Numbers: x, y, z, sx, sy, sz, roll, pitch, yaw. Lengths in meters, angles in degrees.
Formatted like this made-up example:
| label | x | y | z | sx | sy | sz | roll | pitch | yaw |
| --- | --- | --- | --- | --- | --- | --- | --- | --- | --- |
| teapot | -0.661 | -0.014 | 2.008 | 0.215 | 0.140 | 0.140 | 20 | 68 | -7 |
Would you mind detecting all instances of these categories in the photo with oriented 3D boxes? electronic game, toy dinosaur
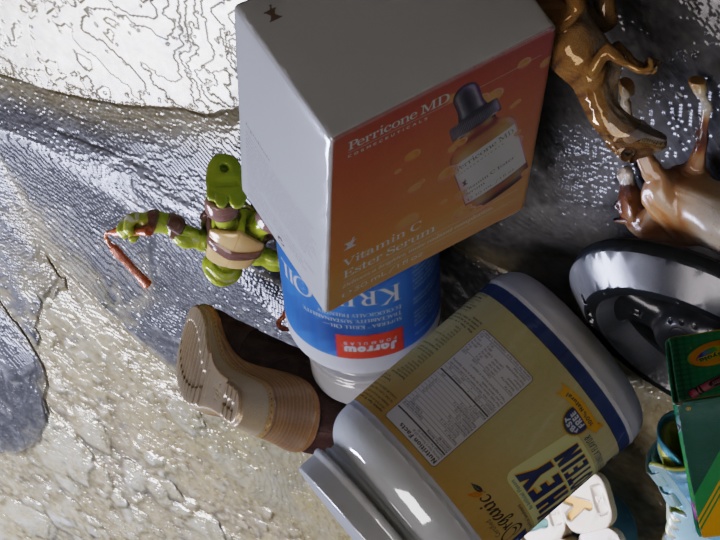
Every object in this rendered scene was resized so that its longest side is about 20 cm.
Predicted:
| label | x | y | z | sx | sy | sz | roll | pitch | yaw |
| --- | --- | --- | --- | --- | --- | --- | --- | --- | --- |
| electronic game | 0.221 | 0.042 | 1.340 | 0.200 | 0.042 | 0.200 | 28 | 161 | 10 |
| toy dinosaur | 0.112 | -0.152 | 1.221 | 0.106 | 0.060 | 0.200 | -39 | 81 | 37 |

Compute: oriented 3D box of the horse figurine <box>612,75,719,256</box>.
| label | x | y | z | sx | sy | sz | roll | pitch | yaw |
| --- | --- | --- | --- | --- | --- | --- | --- | --- | --- |
| horse figurine | 0.224 | -0.043 | 1.259 | 0.200 | 0.050 | 0.133 | 21 | 137 | 32 |

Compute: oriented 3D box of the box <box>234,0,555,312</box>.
| label | x | y | z | sx | sy | sz | roll | pitch | yaw |
| --- | --- | --- | --- | --- | --- | --- | --- | --- | --- |
| box | 0.017 | -0.092 | 1.268 | 0.106 | 0.152 | 0.200 | 55 | 163 | 24 |

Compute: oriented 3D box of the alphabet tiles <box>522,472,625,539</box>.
| label | x | y | z | sx | sy | sz | roll | pitch | yaw |
| --- | --- | --- | --- | --- | --- | --- | --- | --- | --- |
| alphabet tiles | 0.119 | 0.180 | 1.563 | 0.195 | 0.015 | 0.201 | -24 | 79 | 50 |

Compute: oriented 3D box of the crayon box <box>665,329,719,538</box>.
| label | x | y | z | sx | sy | sz | roll | pitch | yaw |
| --- | --- | --- | --- | --- | --- | --- | --- | --- | --- |
| crayon box | 0.285 | 0.083 | 1.247 | 0.199 | 0.058 | 0.119 | -10 | 131 | 8 |

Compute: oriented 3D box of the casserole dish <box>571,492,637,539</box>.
| label | x | y | z | sx | sy | sz | roll | pitch | yaw |
| --- | --- | --- | --- | --- | --- | --- | --- | --- | --- |
| casserole dish | 0.145 | 0.243 | 1.588 | 0.121 | 0.039 | 0.201 | 20 | 110 | 49 |

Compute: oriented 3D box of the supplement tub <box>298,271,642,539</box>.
| label | x | y | z | sx | sy | sz | roll | pitch | yaw |
| --- | --- | --- | --- | --- | --- | --- | --- | --- | --- |
| supplement tub | 0.072 | 0.113 | 1.426 | 0.144 | 0.200 | 0.144 | 49 | 173 | 8 |

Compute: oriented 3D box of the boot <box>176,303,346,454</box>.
| label | x | y | z | sx | sy | sz | roll | pitch | yaw |
| --- | --- | --- | --- | --- | --- | --- | --- | --- | --- |
| boot | -0.043 | 0.090 | 1.625 | 0.166 | 0.073 | 0.200 | 11 | -164 | -24 |

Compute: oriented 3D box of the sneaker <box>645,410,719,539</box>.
| label | x | y | z | sx | sy | sz | roll | pitch | yaw |
| --- | --- | --- | --- | --- | --- | --- | --- | --- | --- |
| sneaker | 0.225 | 0.159 | 1.469 | 0.131 | 0.080 | 0.200 | 43 | 138 | -8 |

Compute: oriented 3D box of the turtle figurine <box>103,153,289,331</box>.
| label | x | y | z | sx | sy | sz | roll | pitch | yaw |
| --- | --- | --- | --- | --- | --- | --- | --- | --- | --- |
| turtle figurine | -0.081 | -0.025 | 1.576 | 0.200 | 0.065 | 0.161 | 22 | 150 | -7 |

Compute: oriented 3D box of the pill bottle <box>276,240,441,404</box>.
| label | x | y | z | sx | sy | sz | roll | pitch | yaw |
| --- | --- | --- | --- | --- | --- | --- | --- | --- | --- |
| pill bottle | 0.000 | 0.000 | 1.479 | 0.112 | 0.112 | 0.200 | 23 | 144 | 25 |
